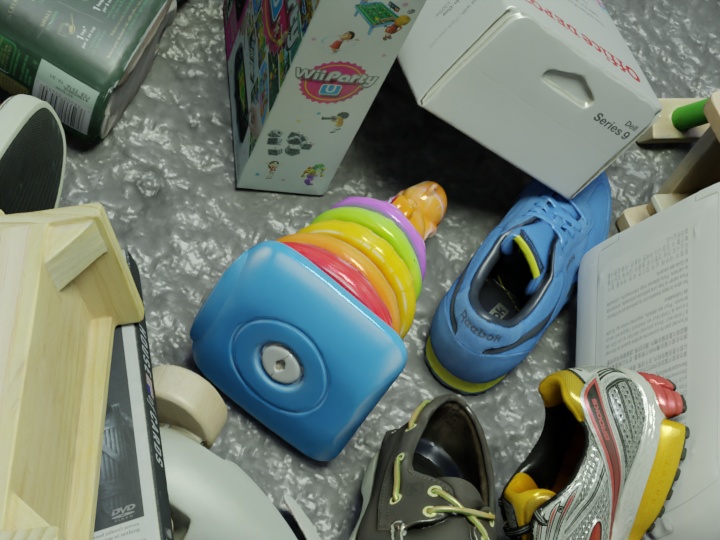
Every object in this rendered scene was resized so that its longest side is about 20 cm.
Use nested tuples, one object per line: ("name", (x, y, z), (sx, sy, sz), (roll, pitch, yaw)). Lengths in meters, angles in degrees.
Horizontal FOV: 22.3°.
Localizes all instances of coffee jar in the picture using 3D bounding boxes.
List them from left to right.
("coffee jar", (-0.216, -0.165, 1.075), (0.199, 0.085, 0.105), (29, 60, -1))

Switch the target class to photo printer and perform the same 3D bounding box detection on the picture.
("photo printer", (0.184, 0.066, 1.015), (0.069, 0.166, 0.202), (16, 65, -25))

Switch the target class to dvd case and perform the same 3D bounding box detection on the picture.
("dvd case", (-0.172, 0.087, 0.898), (0.149, 0.025, 0.201), (-18, 47, 4))

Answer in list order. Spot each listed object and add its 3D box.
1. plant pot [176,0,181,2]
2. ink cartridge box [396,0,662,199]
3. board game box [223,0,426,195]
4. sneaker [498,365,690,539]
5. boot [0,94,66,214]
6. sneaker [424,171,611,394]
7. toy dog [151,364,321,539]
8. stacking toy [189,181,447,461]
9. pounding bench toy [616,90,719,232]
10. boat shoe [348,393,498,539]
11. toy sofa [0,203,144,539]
("plant pot", (-0.147, -0.280, 1.115), (0.195, 0.200, 0.201), (36, 54, -3))
("ink cartridge box", (0.081, -0.159, 1.116), (0.145, 0.088, 0.201), (27, 28, -39))
("board game box", (-0.025, -0.161, 1.071), (0.064, 0.200, 0.149), (4, 57, -19))
("sneaker", (0.102, 0.145, 0.960), (0.082, 0.078, 0.202), (15, 88, -25))
("boot", (-0.247, -0.015, 0.954), (0.143, 0.073, 0.201), (7, 55, 25))
("sneaker", (0.109, -0.012, 1.102), (0.066, 0.079, 0.200), (34, 52, 6))
("toy dog", (-0.070, 0.148, 0.944), (0.132, 0.096, 0.201), (-34, 90, -36))
("stacking toy", (0.000, 0.000, 1.051), (0.109, 0.116, 0.200), (38, 43, 3))
("pounding bench toy", (0.249, -0.063, 1.135), (0.123, 0.156, 0.201), (-11, 63, -25))
("boat shoe", (0.036, 0.128, 0.936), (0.071, 0.061, 0.202), (30, 20, -13))
("toy sofa", (-0.160, 0.070, 0.833), (0.097, 0.083, 0.201), (-8, 48, 8))
